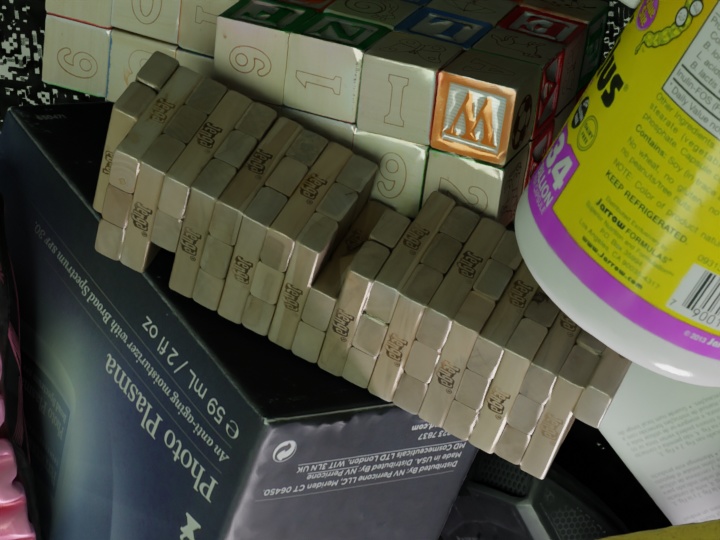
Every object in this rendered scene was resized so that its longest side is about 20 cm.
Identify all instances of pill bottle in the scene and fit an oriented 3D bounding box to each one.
[{"bbox_3d":[0.139,-0.067,0.804,0.104,0.104,0.201,35,117,7],"label":"pill bottle"}]

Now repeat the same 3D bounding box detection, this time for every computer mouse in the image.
[{"bbox_3d":[0.081,0.110,1.001,0.138,0.053,0.201,-1,120,57],"label":"computer mouse"}]

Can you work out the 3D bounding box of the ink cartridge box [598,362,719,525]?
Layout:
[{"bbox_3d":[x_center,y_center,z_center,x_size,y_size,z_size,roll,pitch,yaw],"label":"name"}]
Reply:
[{"bbox_3d":[0.194,0.069,0.963,0.162,0.057,0.200,-24,121,30],"label":"ink cartridge box"}]

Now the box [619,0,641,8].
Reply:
[{"bbox_3d":[0.115,-0.207,0.829,0.101,0.112,0.201,36,120,6],"label":"box"}]

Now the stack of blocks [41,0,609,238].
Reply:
[{"bbox_3d":[-0.019,-0.083,0.940,0.199,0.115,0.059,17,117,17],"label":"stack of blocks"}]

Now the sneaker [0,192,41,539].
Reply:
[{"bbox_3d":[-0.152,0.052,0.934,0.078,0.096,0.201,5,120,5],"label":"sneaker"}]

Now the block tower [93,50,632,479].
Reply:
[{"bbox_3d":[0.000,0.000,0.872,0.199,0.054,0.058,26,137,7],"label":"block tower"}]

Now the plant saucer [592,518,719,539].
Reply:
[{"bbox_3d":[0.188,0.175,0.893,0.199,0.049,0.200,-16,118,42],"label":"plant saucer"}]

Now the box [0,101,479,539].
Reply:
[{"bbox_3d":[-0.072,0.069,0.978,0.200,0.123,0.199,47,129,38],"label":"box"}]
